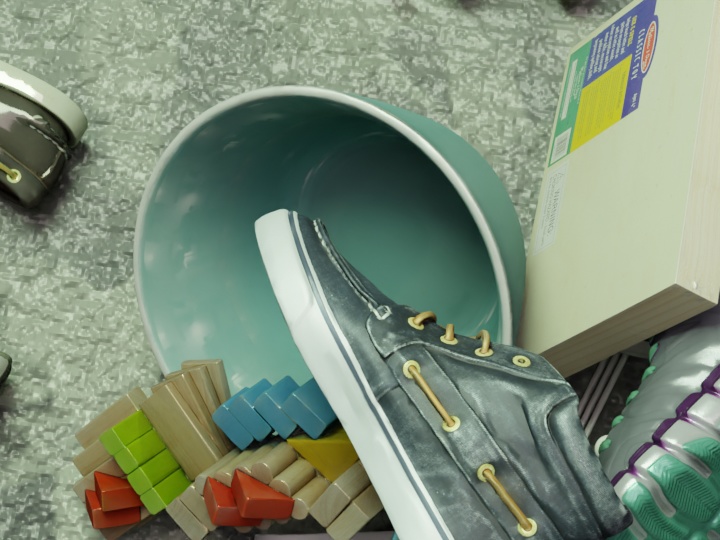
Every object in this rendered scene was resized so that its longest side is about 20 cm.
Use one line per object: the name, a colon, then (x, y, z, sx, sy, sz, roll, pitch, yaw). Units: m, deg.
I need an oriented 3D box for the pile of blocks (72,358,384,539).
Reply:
pile of blocks: (-0.065, 0.088, 0.778, 0.200, 0.062, 0.082, -8, 104, 30)

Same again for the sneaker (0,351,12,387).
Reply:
sneaker: (-0.256, 0.001, 0.859, 0.079, 0.074, 0.200, -35, 82, -19)

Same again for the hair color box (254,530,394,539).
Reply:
hair color box: (0.002, 0.226, 0.790, 0.099, 0.061, 0.200, -2, 74, -1)

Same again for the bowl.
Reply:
bowl: (0.000, 0.000, 0.809, 0.200, 0.105, 0.201, 9, 110, 25)

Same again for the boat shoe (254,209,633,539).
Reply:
boat shoe: (0.033, 0.045, 0.710, 0.091, 0.071, 0.200, -29, 71, 1)

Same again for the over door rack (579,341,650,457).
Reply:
over door rack: (0.180, 0.046, 0.802, 0.200, 0.067, 0.148, 19, 73, 36)

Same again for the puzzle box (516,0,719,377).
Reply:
puzzle box: (0.133, -0.053, 0.805, 0.025, 0.133, 0.200, 25, 60, -19)

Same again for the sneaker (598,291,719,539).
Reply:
sneaker: (0.147, 0.064, 0.749, 0.200, 0.074, 0.088, -44, 39, -6)

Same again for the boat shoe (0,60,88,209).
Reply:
boat shoe: (-0.247, -0.096, 0.881, 0.201, 0.072, 0.061, 23, 71, 4)

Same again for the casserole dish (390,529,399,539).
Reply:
casserole dish: (0.072, 0.179, 0.768, 0.200, 0.039, 0.121, 45, 52, -20)
